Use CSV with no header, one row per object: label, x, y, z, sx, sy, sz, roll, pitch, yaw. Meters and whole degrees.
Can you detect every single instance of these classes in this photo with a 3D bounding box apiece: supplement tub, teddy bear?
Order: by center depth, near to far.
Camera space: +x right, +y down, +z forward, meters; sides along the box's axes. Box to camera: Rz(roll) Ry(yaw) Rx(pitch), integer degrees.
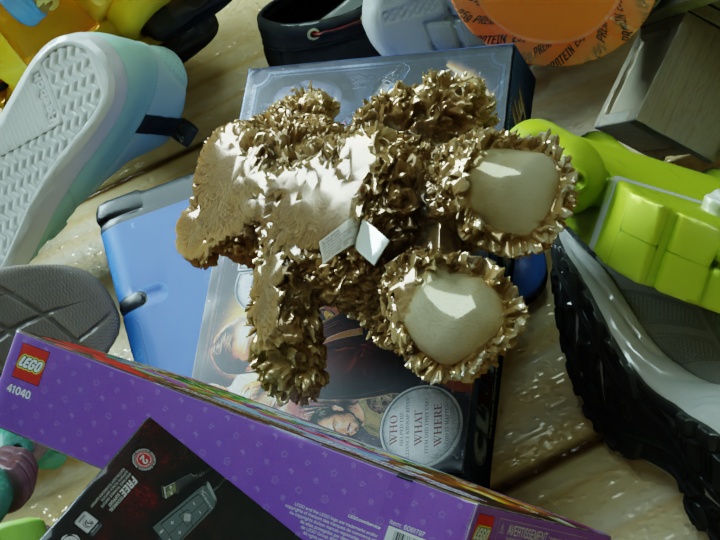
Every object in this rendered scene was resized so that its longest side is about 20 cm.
teddy bear,0.009,-0.015,0.774,0.199,0.066,0.146,-8,68,47
supplement tub,0.097,-0.188,0.925,0.121,0.123,0.201,-9,34,15

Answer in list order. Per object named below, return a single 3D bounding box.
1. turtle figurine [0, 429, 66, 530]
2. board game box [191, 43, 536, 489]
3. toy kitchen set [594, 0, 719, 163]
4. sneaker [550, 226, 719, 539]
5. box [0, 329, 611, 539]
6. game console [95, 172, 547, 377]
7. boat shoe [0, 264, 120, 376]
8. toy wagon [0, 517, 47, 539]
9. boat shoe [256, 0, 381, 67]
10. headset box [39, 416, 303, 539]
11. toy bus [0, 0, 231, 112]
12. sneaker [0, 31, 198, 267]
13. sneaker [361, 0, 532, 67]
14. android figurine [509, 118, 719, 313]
turtle figurine,-0.162,0.131,0.784,0.148,0.101,0.201,-18,29,4
board game box,0.000,0.000,0.857,0.134,0.035,0.202,-3,63,24
toy kitchen set,0.239,-0.121,0.884,0.201,0.179,0.163,-64,7,-2
sneaker,0.139,0.042,0.777,0.079,0.074,0.200,-24,41,-16
box,-0.021,0.077,0.724,0.199,0.137,0.039,18,86,28
game console,-0.019,-0.014,0.969,0.198,0.118,0.172,-19,66,2
boat shoe,-0.208,0.054,0.911,0.199,0.075,0.073,-26,4,-9
toy wagon,-0.161,0.182,0.683,0.198,0.040,0.157,-17,79,4
boat shoe,0.029,-0.164,1.110,0.201,0.063,0.073,-34,35,-22
headset box,-0.040,0.170,0.613,0.199,0.075,0.149,38,57,6
toy bus,-0.182,-0.152,1.074,0.191,0.136,0.200,-33,1,-16
sneaker,-0.165,-0.041,1.025,0.200,0.074,0.118,-45,-12,20
sneaker,0.071,-0.153,1.055,0.199,0.078,0.082,-19,22,-34
android figurine,0.147,-0.016,0.789,0.180,0.041,0.200,16,11,-10
